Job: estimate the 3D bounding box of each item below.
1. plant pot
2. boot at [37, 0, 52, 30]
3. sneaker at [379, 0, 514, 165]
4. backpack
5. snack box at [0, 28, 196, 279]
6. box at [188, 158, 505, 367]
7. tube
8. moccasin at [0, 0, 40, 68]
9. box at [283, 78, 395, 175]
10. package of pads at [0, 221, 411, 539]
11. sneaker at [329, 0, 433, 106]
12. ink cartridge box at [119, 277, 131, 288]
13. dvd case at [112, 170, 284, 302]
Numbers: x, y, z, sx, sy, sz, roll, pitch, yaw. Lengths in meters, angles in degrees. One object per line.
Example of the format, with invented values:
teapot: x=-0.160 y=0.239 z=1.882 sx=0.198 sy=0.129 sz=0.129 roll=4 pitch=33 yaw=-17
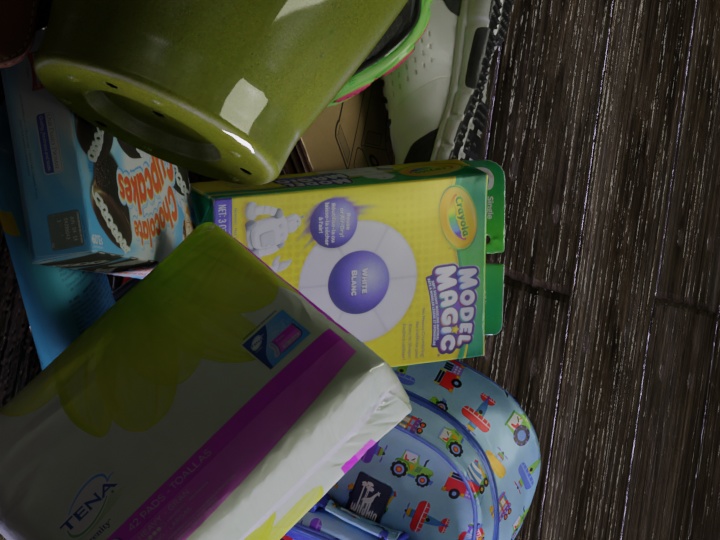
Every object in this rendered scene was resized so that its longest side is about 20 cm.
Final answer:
plant pot: x=-0.061 y=-0.152 z=1.259 sx=0.193 sy=0.200 sz=0.200 roll=-66 pitch=157 yaw=-12
boot: x=-0.129 y=-0.236 z=1.356 sx=0.200 sy=0.068 sz=0.188 roll=-45 pitch=138 yaw=-55
sneaker: x=0.040 y=-0.115 z=1.605 sx=0.074 sy=0.080 sz=0.200 roll=54 pitch=47 yaw=-73
backpack: x=0.016 y=0.150 z=1.685 sx=0.135 sy=0.182 sz=0.200 roll=-46 pitch=162 yaw=-53
snack box: x=-0.135 y=-0.058 z=1.385 sx=0.200 sy=0.037 sz=0.116 roll=10 pitch=69 yaw=-77
box: x=0.000 y=0.000 z=1.522 sx=0.200 sy=0.048 sz=0.117 roll=-7 pitch=107 yaw=-24
tube: x=-0.163 y=-0.007 z=1.398 sx=0.077 sy=0.050 sz=0.200 roll=-76 pitch=158 yaw=-56
moccasin: x=-0.176 y=-0.195 z=1.222 sx=0.078 sy=0.074 sz=0.202 roll=-151 pitch=-116 yaw=-68
box: x=0.003 y=-0.093 z=1.612 sx=0.200 sy=0.021 sz=0.164 roll=-49 pitch=123 yaw=-56
package of pads: x=-0.098 y=0.085 z=1.355 sx=0.200 sy=0.154 sz=0.068 roll=-44 pitch=145 yaw=-11
sneaker: x=0.008 y=-0.183 z=1.541 sx=0.077 sy=0.084 sz=0.200 roll=-21 pitch=-140 yaw=62
ink cartridge box: x=-0.101 y=0.067 z=1.585 sx=0.200 sy=0.050 sz=0.162 roll=75 pitch=29 yaw=-53
dvd case: x=-0.080 y=0.044 z=1.557 sx=0.200 sy=0.022 sz=0.146 roll=-39 pitch=123 yaw=-42
